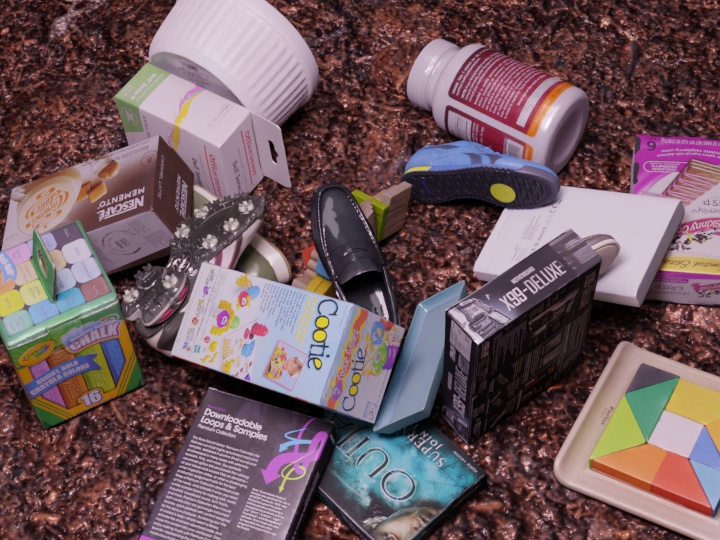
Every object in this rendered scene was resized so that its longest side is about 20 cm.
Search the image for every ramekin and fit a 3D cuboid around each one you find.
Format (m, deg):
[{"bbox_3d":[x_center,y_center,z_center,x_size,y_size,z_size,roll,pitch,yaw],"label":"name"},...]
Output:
[{"bbox_3d":[-0.158,-0.240,1.652,0.199,0.201,0.105,27,67,23],"label":"ramekin"}]

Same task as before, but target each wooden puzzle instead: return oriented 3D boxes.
[{"bbox_3d":[0.317,0.169,1.385,0.199,0.037,0.185,23,57,21],"label":"wooden puzzle"}]

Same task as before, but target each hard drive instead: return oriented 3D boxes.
[{"bbox_3d":[0.236,-0.032,1.509,0.199,0.027,0.132,10,58,37],"label":"hard drive"}]

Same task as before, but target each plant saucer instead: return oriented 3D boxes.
[{"bbox_3d":[0.067,0.090,1.437,0.070,0.019,0.200,-29,24,35],"label":"plant saucer"}]

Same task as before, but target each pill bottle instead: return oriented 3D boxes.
[{"bbox_3d":[0.159,-0.197,1.638,0.199,0.113,0.113,29,60,24],"label":"pill bottle"}]

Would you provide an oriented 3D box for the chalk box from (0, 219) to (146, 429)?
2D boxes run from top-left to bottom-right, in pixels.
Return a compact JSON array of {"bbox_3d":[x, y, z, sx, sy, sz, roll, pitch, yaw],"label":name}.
[{"bbox_3d":[-0.315,0.044,1.433,0.123,0.201,0.125,-24,53,-13],"label":"chalk box"}]

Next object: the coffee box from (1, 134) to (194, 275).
[{"bbox_3d":[-0.292,-0.058,1.549,0.199,0.080,0.115,-17,50,19],"label":"coffee box"}]

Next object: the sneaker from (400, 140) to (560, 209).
[{"bbox_3d":[0.141,-0.119,1.579,0.199,0.066,0.079,5,49,35],"label":"sneaker"}]

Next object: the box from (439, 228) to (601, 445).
[{"bbox_3d":[0.155,0.069,1.374,0.157,0.201,0.050,-33,61,-19],"label":"box"}]

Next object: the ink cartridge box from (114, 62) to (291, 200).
[{"bbox_3d":[-0.183,-0.148,1.625,0.199,0.117,0.067,26,59,24],"label":"ink cartridge box"}]

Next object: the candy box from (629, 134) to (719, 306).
[{"bbox_3d":[0.367,-0.058,1.544,0.135,0.061,0.201,4,53,9],"label":"candy box"}]

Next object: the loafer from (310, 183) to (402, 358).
[{"bbox_3d":[0.000,0.000,1.458,0.068,0.070,0.202,-17,83,-13],"label":"loafer"}]

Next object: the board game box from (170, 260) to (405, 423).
[{"bbox_3d":[-0.074,0.072,1.401,0.199,0.103,0.106,15,83,36],"label":"board game box"}]

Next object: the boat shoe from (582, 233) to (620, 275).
[{"bbox_3d":[0.178,0.016,1.448,0.200,0.067,0.057,-41,55,19],"label":"boat shoe"}]

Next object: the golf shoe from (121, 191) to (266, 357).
[{"bbox_3d":[-0.169,0.000,1.482,0.077,0.088,0.200,23,62,41],"label":"golf shoe"}]

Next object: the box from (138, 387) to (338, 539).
[{"bbox_3d":[-0.122,0.224,1.362,0.142,0.036,0.201,14,64,19],"label":"box"}]

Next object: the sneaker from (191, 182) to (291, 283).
[{"bbox_3d":[-0.176,-0.027,1.560,0.200,0.067,0.090,36,57,25],"label":"sneaker"}]

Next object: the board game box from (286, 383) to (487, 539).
[{"bbox_3d":[0.011,0.188,1.402,0.135,0.028,0.200,-37,57,-22],"label":"board game box"}]

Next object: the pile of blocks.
[{"bbox_3d":[-0.023,-0.035,1.546,0.062,0.082,0.200,27,59,23],"label":"pile of blocks"}]
